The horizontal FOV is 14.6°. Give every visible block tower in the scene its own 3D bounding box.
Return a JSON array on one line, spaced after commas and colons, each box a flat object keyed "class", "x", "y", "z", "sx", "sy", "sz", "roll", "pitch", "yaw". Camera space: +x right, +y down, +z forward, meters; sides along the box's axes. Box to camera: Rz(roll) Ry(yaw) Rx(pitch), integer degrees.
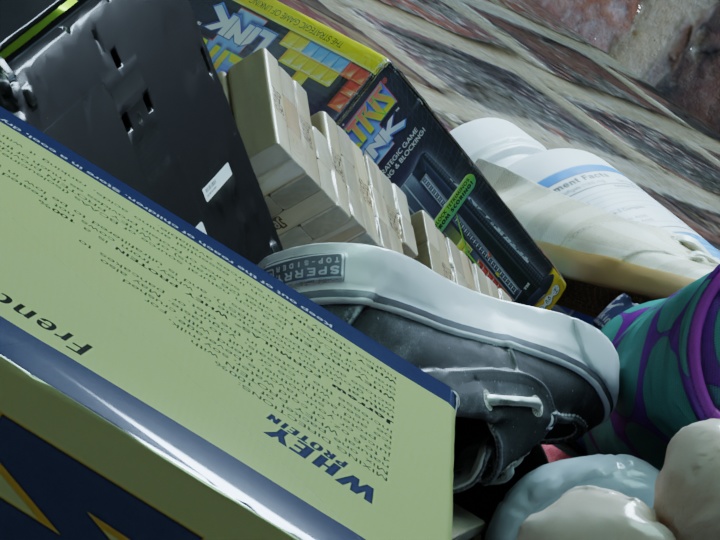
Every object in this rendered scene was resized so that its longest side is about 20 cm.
[{"class": "block tower", "x": 0.000, "y": 0.000, "z": 1.084, "sx": 0.200, "sy": 0.054, "sz": 0.058, "roll": 45, "pitch": 25, "yaw": -40}]

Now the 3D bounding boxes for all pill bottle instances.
[{"class": "pill bottle", "x": 0.107, "y": 0.012, "z": 1.337, "sx": 0.112, "sy": 0.113, "sz": 0.200, "roll": 19, "pitch": 17, "yaw": -47}]

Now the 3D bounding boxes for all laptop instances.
[{"class": "laptop", "x": -0.119, "y": -0.046, "z": 0.887, "sx": 0.177, "sy": 0.103, "sz": 0.201, "roll": -56, "pitch": 128, "yaw": -66}]

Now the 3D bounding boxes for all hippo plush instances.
[{"class": "hippo plush", "x": 0.126, "y": 0.113, "z": 0.951, "sx": 0.199, "sy": 0.160, "sz": 0.161, "roll": 28, "pitch": 13, "yaw": -15}]

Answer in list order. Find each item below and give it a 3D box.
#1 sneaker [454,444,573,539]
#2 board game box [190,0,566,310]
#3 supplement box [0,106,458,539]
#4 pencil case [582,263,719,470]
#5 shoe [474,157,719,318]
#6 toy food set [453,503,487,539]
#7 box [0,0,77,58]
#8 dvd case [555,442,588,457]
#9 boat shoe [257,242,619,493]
[{"class": "sneaker", "x": 0.060, "y": 0.100, "z": 1.107, "sx": 0.199, "sy": 0.074, "sz": 0.087, "roll": 33, "pitch": -3, "yaw": -13}, {"class": "board game box", "x": -0.025, "y": -0.053, "z": 1.202, "sx": 0.200, "sy": 0.057, "sz": 0.165, "roll": 31, "pitch": -12, "yaw": 46}, {"class": "supplement box", "x": -0.093, "y": 0.056, "z": 0.665, "sx": 0.199, "sy": 0.135, "sz": 0.200, "roll": 31, "pitch": 11, "yaw": -5}, {"class": "pencil case", "x": 0.139, "y": 0.038, "z": 1.063, "sx": 0.085, "sy": 0.092, "sz": 0.200, "roll": 43, "pitch": -11, "yaw": -1}, {"class": "shoe", "x": 0.112, "y": -0.005, "z": 1.226, "sx": 0.199, "sy": 0.054, "sz": 0.070, "roll": 18, "pitch": -20, "yaw": 37}, {"class": "toy food set", "x": -0.044, "y": 0.078, "z": 0.937, "sx": 0.143, "sy": 0.061, "sz": 0.200, "roll": 30, "pitch": 5, "yaw": 10}, {"class": "box", "x": -0.198, "y": -0.074, "z": 0.965, "sx": 0.199, "sy": 0.122, "sz": 0.048, "roll": 19, "pitch": 19, "yaw": -48}, {"class": "dvd case", "x": 0.064, "y": 0.064, "z": 1.338, "sx": 0.199, "sy": 0.022, "sz": 0.146, "roll": 33, "pitch": 11, "yaw": 5}, {"class": "boat shoe", "x": 0.031, "y": 0.045, "z": 0.973, "sx": 0.071, "sy": 0.068, "sz": 0.200, "roll": -12, "pitch": -19, "yaw": 27}]
